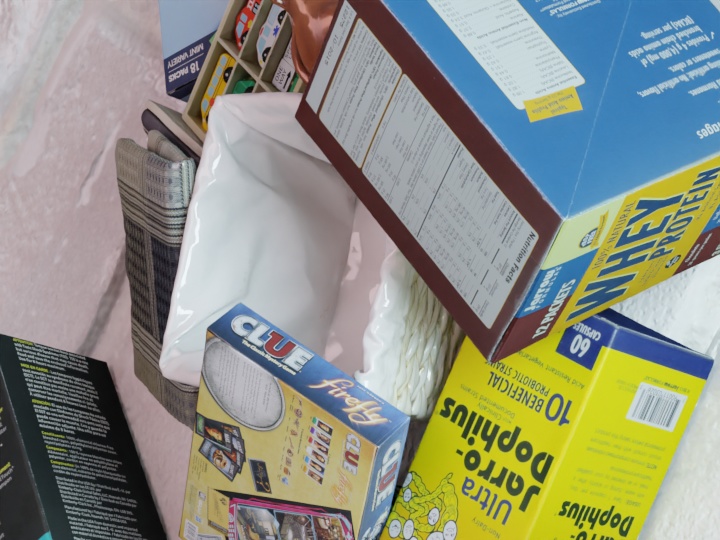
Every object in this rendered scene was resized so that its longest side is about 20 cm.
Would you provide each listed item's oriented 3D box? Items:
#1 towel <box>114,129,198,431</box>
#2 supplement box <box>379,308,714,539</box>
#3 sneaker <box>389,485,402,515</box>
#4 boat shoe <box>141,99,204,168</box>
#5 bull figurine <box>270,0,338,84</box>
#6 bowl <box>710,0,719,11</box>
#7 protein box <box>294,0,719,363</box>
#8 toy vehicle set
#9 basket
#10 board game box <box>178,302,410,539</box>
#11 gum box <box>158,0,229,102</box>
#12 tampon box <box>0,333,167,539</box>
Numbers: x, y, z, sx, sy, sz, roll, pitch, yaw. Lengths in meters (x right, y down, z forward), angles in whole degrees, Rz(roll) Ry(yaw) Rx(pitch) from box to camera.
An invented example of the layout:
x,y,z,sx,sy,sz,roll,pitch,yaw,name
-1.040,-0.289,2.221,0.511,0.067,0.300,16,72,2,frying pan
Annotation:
x,y,z,sx,sy,sz,roll,pitch,yaw,name
-0.136,0.003,1.661,0.200,0.034,0.194,-152,56,-71,towel
0.111,0.116,1.432,0.109,0.109,0.201,27,97,43,supplement box
-0.029,0.153,1.567,0.199,0.085,0.078,11,85,44,sneaker
-0.111,-0.059,1.714,0.200,0.073,0.063,43,105,38,boat shoe
0.034,-0.196,1.476,0.199,0.065,0.122,-31,83,0,bull figurine
0.253,-0.166,1.402,0.200,0.090,0.202,-15,67,39,bowl
0.109,-0.091,1.356,0.200,0.198,0.135,52,145,22,protein box
-0.055,-0.165,1.648,0.124,0.026,0.201,46,118,48,toy vehicle set
0.000,0.000,1.534,0.198,0.160,0.201,6,80,43,basket
-0.045,0.131,1.460,0.135,0.035,0.201,33,138,21,board game box
-0.083,-0.248,1.764,0.169,0.044,0.201,-24,62,35,gum box
-0.251,0.176,1.733,0.150,0.126,0.201,-40,53,26,tampon box
